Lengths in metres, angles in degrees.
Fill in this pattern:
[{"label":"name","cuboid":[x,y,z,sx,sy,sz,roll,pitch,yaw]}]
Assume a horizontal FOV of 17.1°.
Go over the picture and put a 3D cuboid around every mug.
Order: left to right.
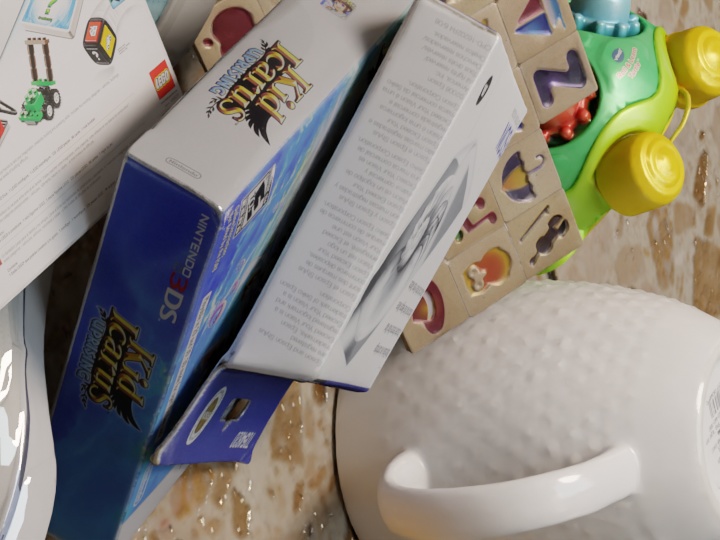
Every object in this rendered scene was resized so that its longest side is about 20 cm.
[{"label":"mug","cuboid":[0.087,0.083,1.117,0.200,0.175,0.148,-25,108,-56]}]

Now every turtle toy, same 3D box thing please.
[{"label":"turtle toy","cuboid":[0.086,-0.067,1.181,0.101,0.146,0.200,45,53,-20]}]

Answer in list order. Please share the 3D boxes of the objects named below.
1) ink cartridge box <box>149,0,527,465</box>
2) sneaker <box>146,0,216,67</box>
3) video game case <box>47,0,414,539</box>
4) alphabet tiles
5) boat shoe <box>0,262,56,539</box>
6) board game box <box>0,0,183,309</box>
[{"label":"ink cartridge box","cuboid":[0.000,0.000,0.958,0.200,0.041,0.200,-60,172,1]},{"label":"sneaker","cuboid":[-0.075,-0.176,0.919,0.082,0.074,0.201,14,103,-32]},{"label":"video game case","cuboid":[-0.050,-0.010,0.926,0.181,0.045,0.200,-53,169,-46]},{"label":"alphabet tiles","cuboid":[0.029,-0.067,1.059,0.167,0.008,0.200,-32,121,-15]},{"label":"boat shoe","cuboid":[-0.148,0.028,0.847,0.066,0.072,0.201,23,69,-49]},{"label":"board game box","cuboid":[-0.138,-0.053,0.792,0.200,0.035,0.127,-47,124,-46]}]
